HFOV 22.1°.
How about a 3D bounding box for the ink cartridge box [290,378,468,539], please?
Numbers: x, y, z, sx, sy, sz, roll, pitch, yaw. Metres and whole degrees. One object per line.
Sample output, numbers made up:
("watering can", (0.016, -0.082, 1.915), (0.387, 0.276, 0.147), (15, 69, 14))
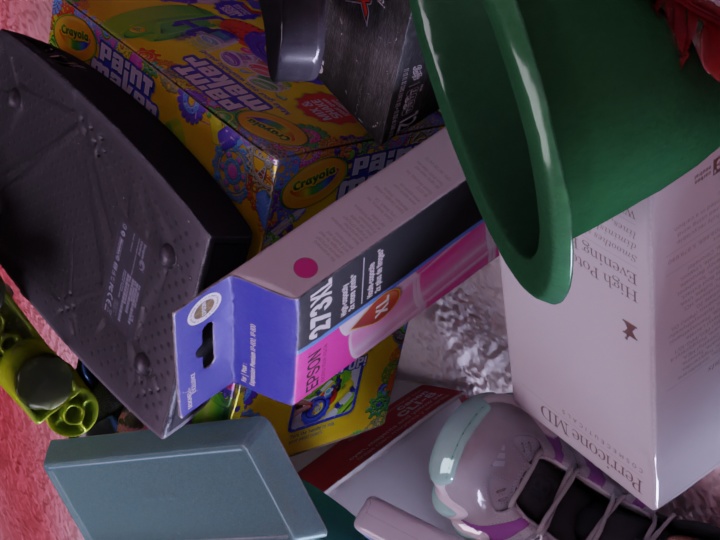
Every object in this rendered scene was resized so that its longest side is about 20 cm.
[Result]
("ink cartridge box", (-0.010, 0.160, 1.149), (0.200, 0.145, 0.146), (6, 127, 60))

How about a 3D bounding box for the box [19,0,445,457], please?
("box", (-0.075, -0.031, 0.996), (0.200, 0.122, 0.193), (39, 129, 37))

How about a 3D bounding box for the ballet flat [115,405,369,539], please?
("ballet flat", (-0.067, 0.126, 1.002), (0.200, 0.069, 0.071), (38, 107, 37))

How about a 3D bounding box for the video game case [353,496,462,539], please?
("video game case", (0.112, 0.186, 0.947), (0.200, 0.022, 0.182), (24, 170, 31))

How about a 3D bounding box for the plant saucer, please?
("plant saucer", (-0.099, 0.116, 0.963), (0.200, 0.019, 0.070), (-12, 111, 48))

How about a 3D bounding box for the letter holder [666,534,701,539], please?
("letter holder", (0.218, 0.115, 0.713), (0.200, 0.100, 0.142), (21, 135, 54))

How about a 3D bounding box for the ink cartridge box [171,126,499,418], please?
("ink cartridge box", (0.000, 0.000, 0.865), (0.037, 0.200, 0.095), (46, 155, 24))

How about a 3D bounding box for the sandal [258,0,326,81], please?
("sandal", (-0.046, -0.175, 0.828), (0.076, 0.043, 0.201), (102, 164, -55))

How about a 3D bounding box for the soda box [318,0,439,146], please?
("soda box", (0.024, -0.145, 0.809), (0.071, 0.063, 0.200), (48, 156, 19))

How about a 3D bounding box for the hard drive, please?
("hard drive", (-0.129, -0.024, 0.934), (0.200, 0.042, 0.135), (42, 130, 36))

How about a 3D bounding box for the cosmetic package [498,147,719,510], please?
("cosmetic package", (0.116, -0.001, 0.800), (0.102, 0.074, 0.200), (37, 148, 40))

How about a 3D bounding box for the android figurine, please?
("android figurine", (-0.214, 0.015, 1.024), (0.182, 0.041, 0.200), (56, 169, -21))

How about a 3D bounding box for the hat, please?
("hat", (0.124, -0.085, 0.663), (0.166, 0.176, 0.200), (100, 152, -79))

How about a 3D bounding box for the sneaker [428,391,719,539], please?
("sneaker", (0.130, 0.130, 0.898), (0.140, 0.078, 0.200), (19, 167, 43))

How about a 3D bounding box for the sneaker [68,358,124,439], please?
("sneaker", (-0.103, 0.054, 1.127), (0.112, 0.200, 0.073), (49, 138, -12))
